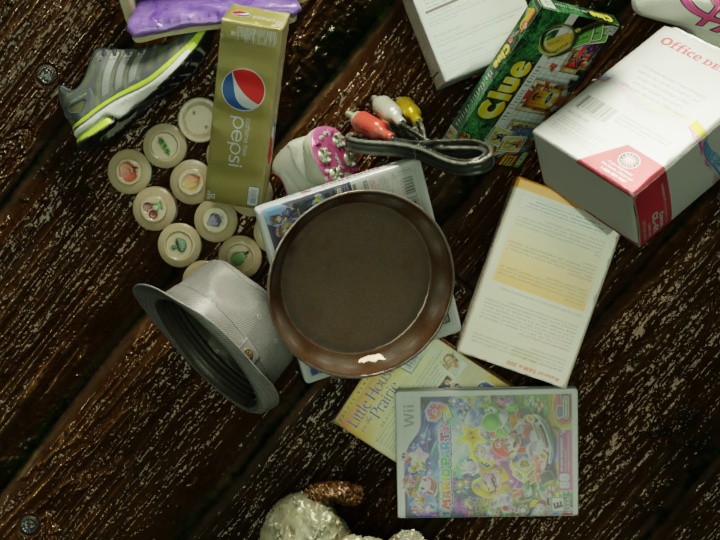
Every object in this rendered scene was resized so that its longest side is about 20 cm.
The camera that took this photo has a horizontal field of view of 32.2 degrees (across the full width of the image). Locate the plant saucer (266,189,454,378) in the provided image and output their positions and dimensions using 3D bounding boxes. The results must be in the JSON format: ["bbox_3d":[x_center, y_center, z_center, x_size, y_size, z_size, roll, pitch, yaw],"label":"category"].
[{"bbox_3d":[-0.002,0.012,1.295,0.199,0.034,0.201,-4,107,-14],"label":"plant saucer"}]

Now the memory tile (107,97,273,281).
[{"bbox_3d":[-0.175,-0.077,1.391,0.153,0.017,0.201,-34,93,5],"label":"memory tile"}]

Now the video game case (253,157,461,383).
[{"bbox_3d":[0.000,0.000,1.322,0.181,0.023,0.201,-18,109,-9],"label":"video game case"}]

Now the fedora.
[{"bbox_3d":[-0.142,0.059,1.344,0.090,0.177,0.200,-46,106,-22],"label":"fedora"}]

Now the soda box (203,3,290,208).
[{"bbox_3d":[-0.119,-0.171,1.306,0.064,0.068,0.201,10,116,0],"label":"soda box"}]

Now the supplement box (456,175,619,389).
[{"bbox_3d":[0.193,0.012,1.353,0.125,0.074,0.201,20,95,1],"label":"supplement box"}]

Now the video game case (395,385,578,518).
[{"bbox_3d":[0.139,0.200,1.372,0.199,0.018,0.144,-1,97,2],"label":"video game case"}]

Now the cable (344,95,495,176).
[{"bbox_3d":[0.052,-0.139,1.285,0.097,0.200,0.051,-21,117,-23],"label":"cable"}]

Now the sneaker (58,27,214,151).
[{"bbox_3d":[-0.246,-0.218,1.355,0.200,0.074,0.081,-36,89,3],"label":"sneaker"}]

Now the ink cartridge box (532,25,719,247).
[{"bbox_3d":[0.297,-0.140,1.266,0.200,0.086,0.148,-37,48,-15],"label":"ink cartridge box"}]

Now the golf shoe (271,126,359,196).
[{"bbox_3d":[-0.029,-0.057,1.369,0.091,0.075,0.201,-14,105,36],"label":"golf shoe"}]

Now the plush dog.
[{"bbox_3d":[-0.044,0.323,1.358,0.200,0.160,0.172,-45,69,19],"label":"plush dog"}]

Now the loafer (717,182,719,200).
[{"bbox_3d":[0.416,-0.100,1.331,0.067,0.076,0.201,-14,95,-2],"label":"loafer"}]

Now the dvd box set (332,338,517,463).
[{"bbox_3d":[0.090,0.161,1.394,0.199,0.029,0.147,32,97,-2],"label":"dvd box set"}]

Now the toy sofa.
[{"bbox_3d":[-0.159,-0.312,1.313,0.199,0.098,0.083,-6,137,4],"label":"toy sofa"}]

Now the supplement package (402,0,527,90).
[{"bbox_3d":[0.096,-0.305,1.306,0.109,0.114,0.201,-22,95,1],"label":"supplement package"}]

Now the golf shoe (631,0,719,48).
[{"bbox_3d":[0.382,-0.259,1.319,0.199,0.073,0.093,10,97,1],"label":"golf shoe"}]

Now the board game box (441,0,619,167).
[{"bbox_3d":[0.170,-0.189,1.285,0.104,0.024,0.200,7,135,-29],"label":"board game box"}]
